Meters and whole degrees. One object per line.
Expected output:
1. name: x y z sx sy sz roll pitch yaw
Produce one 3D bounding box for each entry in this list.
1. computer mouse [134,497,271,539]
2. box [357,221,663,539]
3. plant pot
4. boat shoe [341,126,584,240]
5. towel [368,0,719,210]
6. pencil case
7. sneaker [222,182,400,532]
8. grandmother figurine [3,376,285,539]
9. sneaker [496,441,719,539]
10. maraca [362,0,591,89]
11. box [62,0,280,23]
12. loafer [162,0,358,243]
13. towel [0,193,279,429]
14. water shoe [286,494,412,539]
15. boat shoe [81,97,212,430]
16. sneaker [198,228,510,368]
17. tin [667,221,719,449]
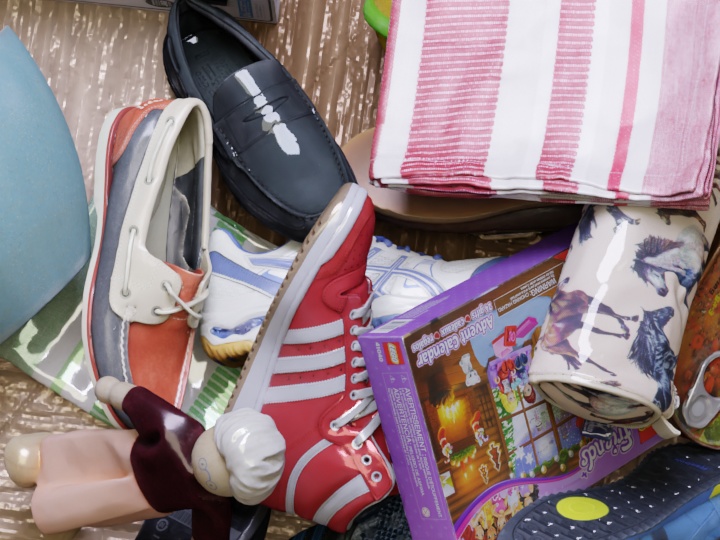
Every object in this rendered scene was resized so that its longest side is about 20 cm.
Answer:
1. computer mouse: -0.137 0.189 1.699 0.140 0.046 0.200 16 65 34
2. box: 0.093 0.067 1.653 0.200 0.039 0.137 -27 108 -42
3. plant pot: -0.237 -0.027 1.687 0.200 0.200 0.135 -42 98 -8
4. boat shoe: 0.085 -0.049 1.740 0.199 0.070 0.071 1 65 2
5. towel: 0.108 -0.108 1.636 0.199 0.023 0.145 3 69 14
6. pencil case: 0.163 -0.004 1.640 0.089 0.078 0.201 28 67 -19
7. sneaker: -0.005 0.055 1.632 0.112 0.071 0.201 26 112 5
8. grandmother figurine: -0.114 0.116 1.627 0.121 0.200 0.061 55 49 -18
9. sneaker: 0.150 0.161 1.649 0.066 0.200 0.079 22 115 36
10. maraca: 0.096 -0.142 1.724 0.199 0.137 0.107 19 120 28
11. box: -0.147 -0.203 1.753 0.199 0.117 0.060 7 80 0
12. loafer: -0.063 -0.090 1.711 0.068 0.071 0.201 -29 50 -12
13. towel: -0.101 0.037 1.747 0.200 0.023 0.153 32 81 6
14. water shoe: -0.020 0.177 1.688 0.200 0.079 0.072 -37 80 -7
15. boat shoe: -0.117 -0.002 1.679 0.062 0.071 0.201 -6 80 38
16. sneaker: 0.000 0.000 1.704 0.199 0.075 0.089 -7 78 0
17. tin: 0.234 0.012 1.714 0.112 0.042 0.200 41 75 -31
